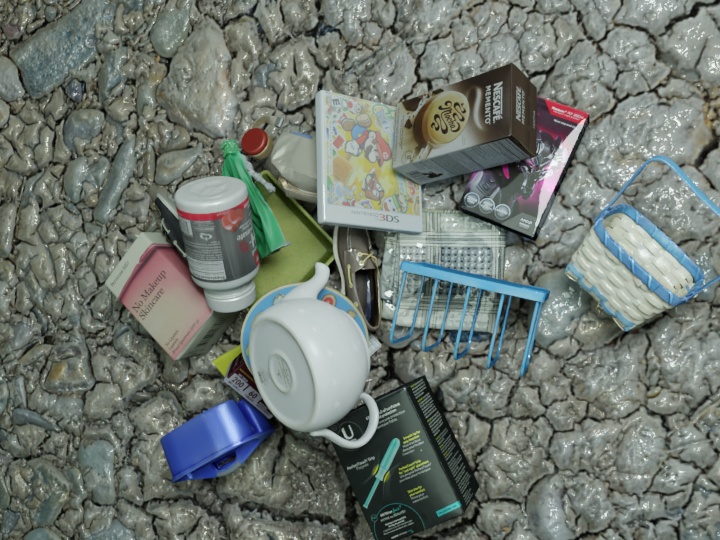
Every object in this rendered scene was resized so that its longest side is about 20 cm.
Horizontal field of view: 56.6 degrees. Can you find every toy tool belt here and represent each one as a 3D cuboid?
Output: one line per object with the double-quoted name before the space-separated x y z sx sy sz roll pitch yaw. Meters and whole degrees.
"toy tool belt" -0.087 -0.170 1.096 0.200 0.123 0.125 19 83 23

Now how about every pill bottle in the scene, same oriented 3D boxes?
"pill bottle" -0.220 -0.038 1.055 0.111 0.111 0.200 8 122 20

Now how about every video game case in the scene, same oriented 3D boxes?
"video game case" 0.016 -0.161 1.020 0.023 0.182 0.200 -15 74 56

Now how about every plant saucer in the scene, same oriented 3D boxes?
"plant saucer" -0.153 -0.035 1.155 0.200 0.048 0.200 47 106 13

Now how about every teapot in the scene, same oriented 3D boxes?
"teapot" -0.053 0.126 0.950 0.197 0.146 0.200 38 129 36

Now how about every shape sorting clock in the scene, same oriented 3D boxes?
"shape sorting clock" -0.086 0.114 1.039 0.200 0.039 0.200 0 112 1

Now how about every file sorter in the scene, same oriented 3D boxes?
"file sorter" 0.158 0.066 0.967 0.200 0.139 0.123 13 94 18

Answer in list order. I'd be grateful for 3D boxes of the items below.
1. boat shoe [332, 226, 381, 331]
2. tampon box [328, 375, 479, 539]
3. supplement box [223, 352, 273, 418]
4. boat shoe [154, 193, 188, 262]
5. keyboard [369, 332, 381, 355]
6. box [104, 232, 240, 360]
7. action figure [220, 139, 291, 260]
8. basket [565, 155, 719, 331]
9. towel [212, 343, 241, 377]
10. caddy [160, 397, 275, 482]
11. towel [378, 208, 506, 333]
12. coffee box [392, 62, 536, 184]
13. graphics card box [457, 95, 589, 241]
"boat shoe" 0.000 0.000 1.078 0.059 0.072 0.200 -2 90 47
"tampon box" 0.066 0.290 1.040 0.150 0.126 0.200 -28 81 17
"supplement box" -0.117 0.142 1.106 0.200 0.061 0.109 -42 106 16
"boat shoe" -0.318 -0.072 1.174 0.200 0.074 0.060 38 92 37
"keyboard" -0.052 0.171 1.142 0.200 0.011 0.056 -44 77 16
"box" -0.328 0.043 1.187 0.200 0.109 0.128 43 104 14
"action figure" -0.178 -0.122 1.092 0.118 0.055 0.200 -22 92 53
"basket" 0.391 -0.032 0.900 0.176 0.139 0.200 50 136 12
"towel" -0.150 0.138 1.148 0.200 0.018 0.086 -30 109 14
"caddy" -0.242 0.298 1.145 0.200 0.141 0.105 -32 78 18
"towel" 0.127 -0.002 1.062 0.200 0.035 0.193 5 93 20
"coffee box" 0.151 -0.208 0.979 0.200 0.080 0.113 -10 69 40
"graphics card box" 0.243 -0.159 0.998 0.125 0.051 0.200 25 94 19
